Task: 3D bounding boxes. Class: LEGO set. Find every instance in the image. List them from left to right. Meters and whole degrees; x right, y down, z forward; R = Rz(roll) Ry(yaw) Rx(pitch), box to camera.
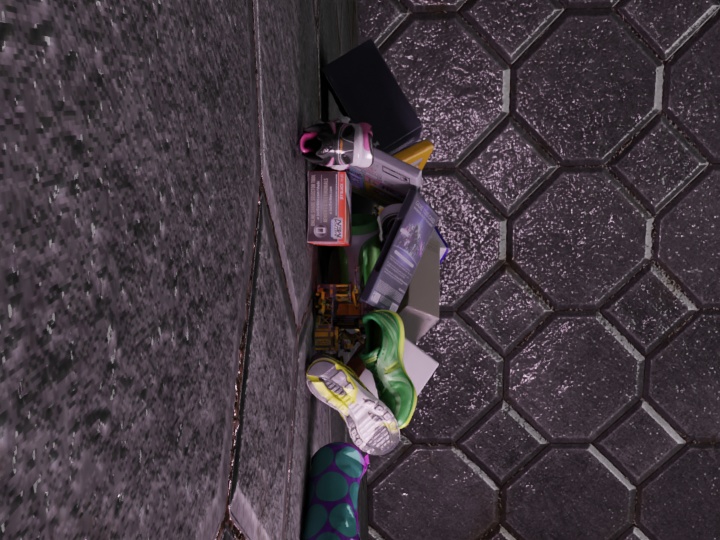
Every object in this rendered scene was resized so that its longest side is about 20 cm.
[{"bbox_3d":[-0.014,0.102,1.303,0.200,0.115,0.154,86,4,-55],"label":"LEGO set"}]

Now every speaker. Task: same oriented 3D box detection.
[{"bbox_3d":[0.000,0.000,1.404,0.089,0.088,0.201,-85,172,-67],"label":"speaker"}]

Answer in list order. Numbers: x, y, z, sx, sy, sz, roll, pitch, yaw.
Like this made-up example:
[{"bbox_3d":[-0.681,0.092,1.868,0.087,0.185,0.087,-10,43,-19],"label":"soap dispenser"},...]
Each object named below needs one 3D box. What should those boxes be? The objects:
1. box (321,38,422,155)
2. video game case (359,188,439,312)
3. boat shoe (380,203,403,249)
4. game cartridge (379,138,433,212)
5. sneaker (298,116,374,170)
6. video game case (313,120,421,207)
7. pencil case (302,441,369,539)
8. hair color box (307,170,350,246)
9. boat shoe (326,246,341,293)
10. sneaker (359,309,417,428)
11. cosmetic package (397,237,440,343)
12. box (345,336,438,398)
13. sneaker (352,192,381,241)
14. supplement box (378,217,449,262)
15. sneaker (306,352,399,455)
[{"bbox_3d":[0.025,-0.327,1.504,0.197,0.117,0.200,59,3,0],"label":"box"},{"bbox_3d":[0.070,-0.025,1.280,0.201,0.019,0.143,-66,156,-5],"label":"video game case"},{"bbox_3d":[0.070,-0.056,1.366,0.200,0.068,0.057,89,-1,-67],"label":"boat shoe"},{"bbox_3d":[0.057,-0.181,1.604,0.200,0.032,0.177,-34,162,-38],"label":"game cartridge"},{"bbox_3d":[-0.051,-0.186,1.076,0.200,0.086,0.081,-167,-103,-70],"label":"sneaker"},{"bbox_3d":[0.014,-0.170,1.309,0.022,0.199,0.182,-59,168,-16],"label":"video game case"},{"bbox_3d":[-0.034,0.348,1.090,0.200,0.092,0.085,-89,177,-53],"label":"pencil case"},{"bbox_3d":[-0.048,-0.097,1.235,0.200,0.064,0.112,-17,108,-87],"label":"hair color box"},{"bbox_3d":[-0.035,-0.038,1.511,0.066,0.074,0.200,-35,-138,56],"label":"boat shoe"},{"bbox_3d":[0.035,0.160,1.219,0.074,0.083,0.201,-31,-121,40],"label":"sneaker"},{"bbox_3d":[0.100,0.031,1.461,0.104,0.073,0.201,-51,-157,42],"label":"cosmetic package"},{"bbox_3d":[0.034,0.199,1.372,0.153,0.106,0.200,-54,-174,-12],"label":"box"},{"bbox_3d":[0.021,-0.116,1.444,0.201,0.106,0.075,59,12,-16],"label":"sneaker"},{"bbox_3d":[0.074,-0.046,1.624,0.104,0.199,0.101,61,-42,33],"label":"supplement box"},{"bbox_3d":[-0.008,0.198,1.161,0.200,0.074,0.085,53,5,-18],"label":"sneaker"}]
